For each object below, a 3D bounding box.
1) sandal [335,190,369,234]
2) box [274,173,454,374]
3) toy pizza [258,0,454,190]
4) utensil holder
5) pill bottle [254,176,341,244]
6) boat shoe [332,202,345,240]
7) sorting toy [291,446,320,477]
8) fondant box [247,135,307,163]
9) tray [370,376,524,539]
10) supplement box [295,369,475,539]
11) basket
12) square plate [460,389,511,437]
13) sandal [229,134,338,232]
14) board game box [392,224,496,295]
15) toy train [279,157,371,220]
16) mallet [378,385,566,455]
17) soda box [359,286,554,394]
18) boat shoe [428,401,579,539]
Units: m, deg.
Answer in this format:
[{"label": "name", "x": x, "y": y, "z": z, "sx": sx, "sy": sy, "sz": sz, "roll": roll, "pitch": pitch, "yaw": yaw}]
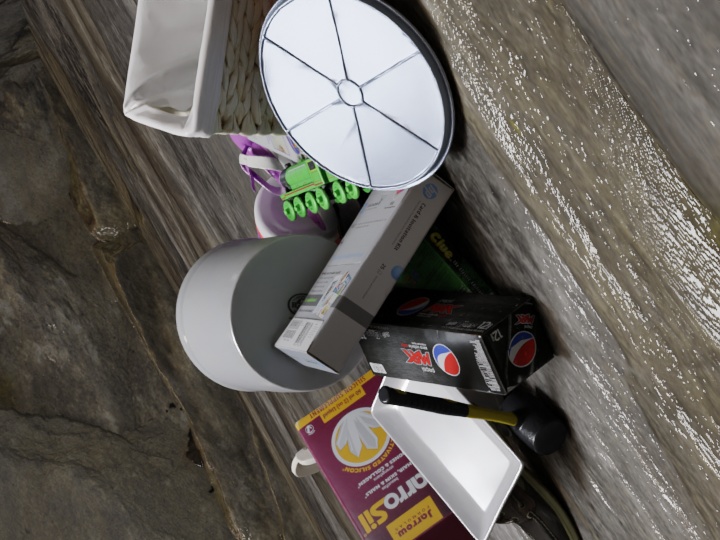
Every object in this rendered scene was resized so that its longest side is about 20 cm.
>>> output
[{"label": "sandal", "x": 0.002, "y": -0.079, "z": 1.630, "sx": 0.201, "sy": 0.043, "sz": 0.076, "roll": 69, "pitch": 159, "yaw": 2}, {"label": "box", "x": 0.000, "y": 0.000, "z": 1.440, "sx": 0.041, "sy": 0.201, "sz": 0.156, "roll": 33, "pitch": 172, "yaw": -12}, {"label": "toy pizza", "x": -0.002, "y": -0.160, "z": 1.320, "sx": 0.199, "sy": 0.032, "sz": 0.201, "roll": 22, "pitch": 135, "yaw": 24}, {"label": "utensil holder", "x": -0.089, "y": 0.044, "z": 1.603, "sx": 0.171, "sy": 0.169, "sz": 0.200, "roll": 64, "pitch": 160, "yaw": -6}, {"label": "pill bottle", "x": -0.063, "y": -0.025, "z": 1.815, "sx": 0.112, "sy": 0.111, "sz": 0.200, "roll": 56, "pitch": 166, "yaw": 27}, {"label": "boat shoe", "x": 0.010, "y": 0.013, "z": 1.700, "sx": 0.201, "sy": 0.070, "sz": 0.070, "roll": 66, "pitch": 170, "yaw": -8}, {"label": "sorting toy", "x": -0.001, "y": 0.200, "z": 1.868, "sx": 0.107, "sy": 0.179, "sz": 0.200, "roll": 60, "pitch": 166, "yaw": 9}, {"label": "fondant box", "x": -0.063, "y": -0.181, "z": 1.542, "sx": 0.200, "sy": 0.058, "sz": 0.145, "roll": 30, "pitch": 146, "yaw": 49}, {"label": "tray", "x": 0.086, "y": 0.161, "z": 1.488, "sx": 0.200, "sy": 0.022, "sz": 0.108, "roll": 48, "pitch": 128, "yaw": 37}, {"label": "supplement box", "x": 0.031, "y": 0.215, "z": 1.576, "sx": 0.200, "sy": 0.110, "sz": 0.086, "roll": 55, "pitch": -179, "yaw": 38}, {"label": "basket", "x": -0.128, "y": -0.226, "z": 1.428, "sx": 0.135, "sy": 0.123, "sz": 0.202, "roll": 20, "pitch": 103, "yaw": 50}, {"label": "square plate", "x": 0.068, "y": 0.066, "z": 1.577, "sx": 0.197, "sy": 0.028, "sz": 0.201, "roll": 13, "pitch": 132, "yaw": 51}, {"label": "sandal", "x": -0.101, "y": -0.108, "z": 1.697, "sx": 0.203, "sy": 0.050, "sz": 0.083, "roll": 43, "pitch": 163, "yaw": 34}, {"label": "board game box", "x": 0.069, "y": 0.042, "z": 1.495, "sx": 0.105, "sy": 0.023, "sz": 0.200, "roll": 52, "pitch": 151, "yaw": 10}, {"label": "toy train", "x": -0.035, "y": -0.090, "z": 1.489, "sx": 0.200, "sy": 0.042, "sz": 0.057, "roll": -12, "pitch": 101, "yaw": 65}, {"label": "mallet", "x": 0.104, "y": 0.132, "z": 1.374, "sx": 0.066, "sy": 0.199, "sz": 0.041, "roll": 37, "pitch": 109, "yaw": 45}, {"label": "soda box", "x": 0.081, "y": 0.062, "z": 1.400, "sx": 0.199, "sy": 0.071, "sz": 0.064, "roll": 5, "pitch": 123, "yaw": 54}, {"label": "boat shoe", "x": 0.143, "y": 0.225, "z": 1.550, "sx": 0.201, "sy": 0.066, "sz": 0.072, "roll": 52, "pitch": 158, "yaw": -3}]
